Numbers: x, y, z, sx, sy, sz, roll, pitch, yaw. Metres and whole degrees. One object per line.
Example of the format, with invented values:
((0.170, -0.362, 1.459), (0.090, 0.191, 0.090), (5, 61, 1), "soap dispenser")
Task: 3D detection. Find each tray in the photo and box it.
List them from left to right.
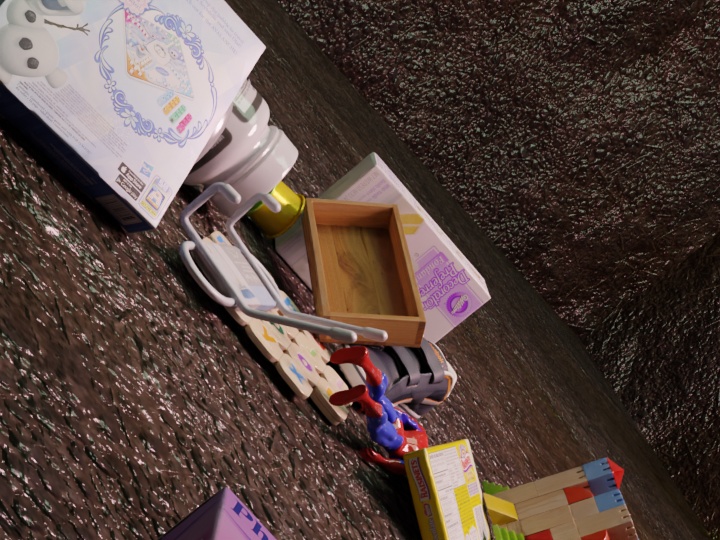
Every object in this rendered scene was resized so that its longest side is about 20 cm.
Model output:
((0.000, 0.000, 1.475), (0.098, 0.037, 0.200), (4, 34, -11), "tray")

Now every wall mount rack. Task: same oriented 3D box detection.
((-0.067, 0.009, 1.246), (0.174, 0.075, 0.200), (53, 10, 10), "wall mount rack")

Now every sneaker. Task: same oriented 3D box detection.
((0.038, 0.096, 1.467), (0.079, 0.079, 0.200), (58, 8, 20), "sneaker")

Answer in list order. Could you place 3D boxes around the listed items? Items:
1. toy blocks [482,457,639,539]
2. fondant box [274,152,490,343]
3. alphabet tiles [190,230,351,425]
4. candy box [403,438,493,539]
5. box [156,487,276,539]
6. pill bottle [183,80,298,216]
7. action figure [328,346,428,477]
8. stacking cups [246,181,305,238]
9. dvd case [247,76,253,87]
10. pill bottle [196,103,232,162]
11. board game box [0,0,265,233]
((0.201, 0.257, 1.403), (0.200, 0.136, 0.100), (-101, 171, -61), "toy blocks")
((0.024, -0.005, 1.614), (0.200, 0.144, 0.058), (48, 9, -18), "fondant box")
((-0.077, 0.050, 1.321), (0.200, 0.015, 0.196), (50, 10, -4), "alphabet tiles")
((0.082, 0.207, 1.339), (0.200, 0.026, 0.103), (16, 57, -75), "candy box")
((-0.040, 0.215, 0.604), (0.176, 0.097, 0.200), (49, 9, -11), "box")
((-0.159, -0.154, 1.404), (0.200, 0.114, 0.114), (48, 10, -19), "pill bottle")
((0.022, 0.139, 1.318), (0.200, 0.052, 0.066), (54, 25, -49), "action figure")
((-0.142, -0.114, 1.520), (0.200, 0.060, 0.061), (43, 12, -30), "stacking cups")
((-0.188, -0.246, 1.438), (0.146, 0.022, 0.200), (12, -36, 26), "dvd case")
((-0.209, -0.175, 1.240), (0.200, 0.116, 0.116), (46, 10, -30), "pill bottle")
((-0.189, -0.168, 1.148), (0.043, 0.199, 0.200), (-6, -44, 47), "board game box")
